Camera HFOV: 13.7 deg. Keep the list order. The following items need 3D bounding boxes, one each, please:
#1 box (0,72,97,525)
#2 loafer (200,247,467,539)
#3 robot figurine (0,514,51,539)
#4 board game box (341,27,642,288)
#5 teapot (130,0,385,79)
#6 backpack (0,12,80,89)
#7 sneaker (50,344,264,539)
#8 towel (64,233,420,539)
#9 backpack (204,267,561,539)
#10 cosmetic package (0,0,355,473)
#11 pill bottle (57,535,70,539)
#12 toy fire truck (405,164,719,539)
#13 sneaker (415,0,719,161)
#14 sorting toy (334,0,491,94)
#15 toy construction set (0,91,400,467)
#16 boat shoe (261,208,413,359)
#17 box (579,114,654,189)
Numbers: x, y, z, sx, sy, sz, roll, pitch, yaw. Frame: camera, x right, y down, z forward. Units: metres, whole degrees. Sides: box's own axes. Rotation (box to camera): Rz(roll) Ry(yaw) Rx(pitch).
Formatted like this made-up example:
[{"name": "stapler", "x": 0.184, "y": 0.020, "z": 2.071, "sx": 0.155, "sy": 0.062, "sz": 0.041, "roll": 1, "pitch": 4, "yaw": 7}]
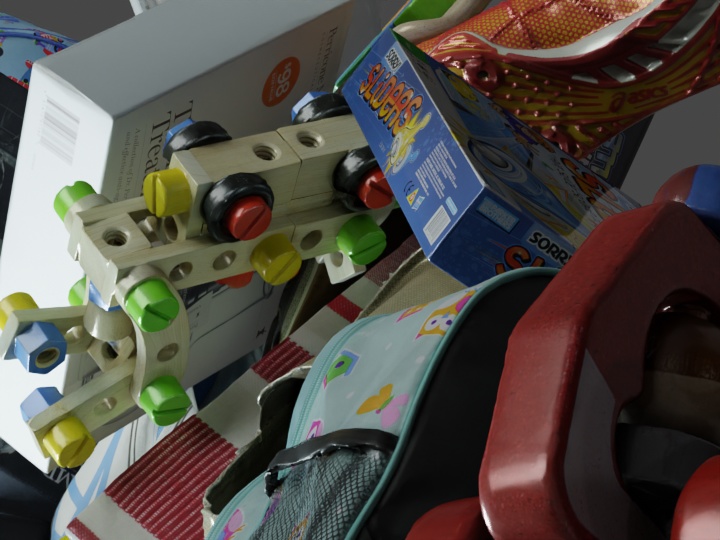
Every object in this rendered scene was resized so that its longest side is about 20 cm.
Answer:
[{"name": "box", "x": -0.179, "y": 0.035, "z": 1.564, "sx": 0.124, "sy": 0.200, "sz": 0.197, "roll": -28, "pitch": 35, "yaw": 55}, {"name": "loafer", "x": 0.006, "y": 0.053, "z": 1.113, "sx": 0.076, "sy": 0.068, "sz": 0.200, "roll": 4, "pitch": 47, "yaw": 34}, {"name": "robot figurine", "x": -0.203, "y": 0.212, "z": 1.459, "sx": 0.125, "sy": 0.150, "sz": 0.200, "roll": -24, "pitch": 37, "yaw": 38}, {"name": "board game box", "x": 0.069, "y": -0.015, "z": 1.126, "sx": 0.034, "sy": 0.135, "sz": 0.200, "roll": -52, "pitch": 20, "yaw": 11}, {"name": "teapot", "x": -0.048, "y": -0.162, "z": 1.634, "sx": 0.146, "sy": 0.198, "sz": 0.200, "roll": -22, "pitch": 44, "yaw": -6}, {"name": "backpack", "x": -0.196, "y": -0.061, "z": 1.759, "sx": 0.183, "sy": 0.200, "sz": 0.135, "roll": -61, "pitch": 19, "yaw": -11}, {"name": "sneaker", "x": -0.094, "y": 0.103, "z": 1.457, "sx": 0.072, "sy": 0.072, "sz": 0.200, "roll": 5, "pitch": 69, "yaw": 47}, {"name": "towel", "x": -0.004, "y": 0.072, "z": 1.171, "sx": 0.200, "sy": 0.023, "sz": 0.144, "roll": -39, "pitch": 38, "yaw": -15}, {"name": "backpack", "x": 0.039, "y": 0.105, "z": 0.954, "sx": 0.153, "sy": 0.176, "sz": 0.200, "roll": -20, "pitch": 37, "yaw": 55}, {"name": "cosmetic package", "x": -0.086, "y": -0.026, "z": 1.298, "sx": 0.151, "sy": 0.052, "sz": 0.200, "roll": -33, "pitch": -31, "yaw": -42}, {"name": "pill bottle", "x": -0.074, "y": 0.142, "z": 1.253, "sx": 0.200, "sy": 0.104, "sz": 0.104, "roll": -30, "pitch": 29, "yaw": 22}, {"name": "toy fire truck", "x": 0.102, "y": 0.065, "z": 0.834, "sx": 0.112, "sy": 0.200, "sz": 0.168, "roll": -14, "pitch": 47, "yaw": 35}, {"name": "sneaker", "x": 0.099, "y": -0.097, "z": 1.235, "sx": 0.200, "sy": 0.073, "sz": 0.077, "roll": -18, "pitch": 34, "yaw": 20}, {"name": "sorting toy", "x": 0.043, "y": -0.127, "z": 1.386, "sx": 0.200, "sy": 0.036, "sz": 0.185, "roll": -45, "pitch": 1, "yaw": -34}, {"name": "toy construction set", "x": -0.050, "y": -0.007, "z": 1.210, "sx": 0.200, "sy": 0.092, "sz": 0.131, "roll": -29, "pitch": -33, "yaw": -41}, {"name": "boat shoe", "x": 0.000, "y": 0.000, "z": 1.368, "sx": 0.200, "sy": 0.073, "sz": 0.065, "roll": -60, "pitch": 18, "yaw": -21}, {"name": "box", "x": 0.070, "y": -0.030, "z": 1.301, "sx": 0.110, "sy": 0.035, "sz": 0.200, "roll": -14, "pitch": 47, "yaw": 64}]
